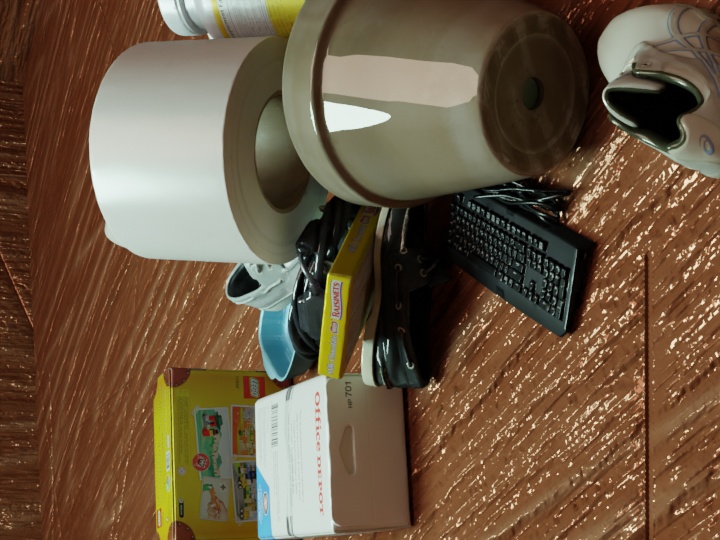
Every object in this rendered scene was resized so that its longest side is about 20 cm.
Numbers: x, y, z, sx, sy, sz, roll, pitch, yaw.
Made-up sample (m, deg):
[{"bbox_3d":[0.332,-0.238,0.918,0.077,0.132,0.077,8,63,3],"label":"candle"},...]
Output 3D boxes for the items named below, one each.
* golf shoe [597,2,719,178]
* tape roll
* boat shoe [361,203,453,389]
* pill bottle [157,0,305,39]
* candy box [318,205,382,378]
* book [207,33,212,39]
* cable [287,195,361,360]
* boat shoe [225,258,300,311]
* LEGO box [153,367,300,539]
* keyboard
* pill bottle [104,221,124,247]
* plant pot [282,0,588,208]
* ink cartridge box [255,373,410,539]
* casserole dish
[{"bbox_3d":[0.182,-0.117,0.699,0.200,0.097,0.078,-124,42,-56],"label":"golf shoe"},{"bbox_3d":[-0.129,-0.108,1.046,0.139,0.203,0.203,3,88,25],"label":"tape roll"},{"bbox_3d":[0.048,0.012,1.018,0.066,0.074,0.200,12,98,23],"label":"boat shoe"},{"bbox_3d":[-0.081,-0.260,1.058,0.200,0.112,0.112,3,89,24],"label":"pill bottle"},{"bbox_3d":[0.000,0.000,1.032,0.200,0.026,0.102,-66,-18,-59],"label":"candy box"},{"bbox_3d":[-0.078,-0.231,1.146,0.133,0.048,0.200,-29,81,30],"label":"book"},{"bbox_3d":[-0.028,-0.004,1.101,0.200,0.051,0.163,84,-162,-57],"label":"cable"},{"bbox_3d":[-0.090,-0.006,1.221,0.201,0.071,0.070,138,130,-56],"label":"boat shoe"},{"bbox_3d":[-0.155,0.217,1.326,0.077,0.149,0.201,141,129,-59],"label":"LEGO box"},{"bbox_3d":[0.110,-0.028,0.912,0.200,0.040,0.104,-142,59,-61],"label":"keyboard"},{"bbox_3d":[-0.345,-0.142,1.844,0.116,0.116,0.200,-121,41,-52],"label":"pill bottle"},{"bbox_3d":[0.070,-0.139,0.873,0.173,0.200,0.201,13,99,49],"label":"plant pot"},{"bbox_3d":[-0.034,0.187,1.138,0.200,0.086,0.147,-27,62,61],"label":"ink cartridge box"},{"bbox_3d":[-0.069,0.031,1.298,0.121,0.039,0.200,-126,47,-56],"label":"casserole dish"}]
